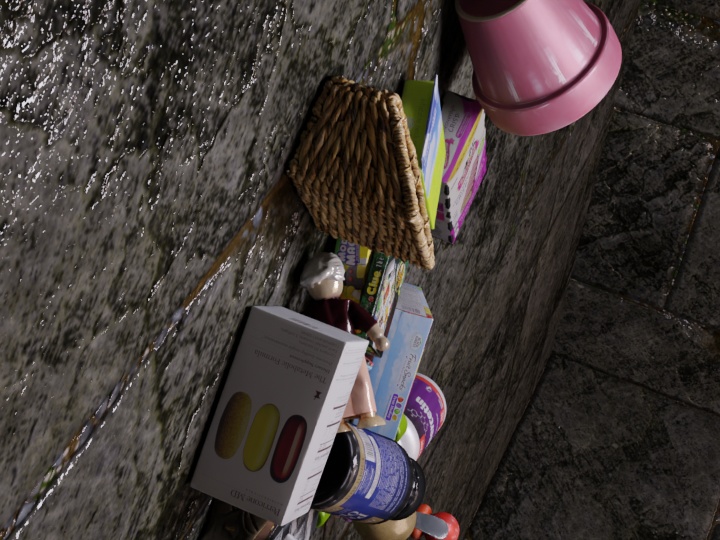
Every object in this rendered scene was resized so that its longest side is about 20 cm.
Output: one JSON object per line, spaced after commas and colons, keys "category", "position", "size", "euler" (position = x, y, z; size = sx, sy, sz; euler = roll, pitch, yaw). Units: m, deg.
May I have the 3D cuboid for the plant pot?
{"category": "plant pot", "position": [0.217, -0.308, 1.762], "size": [0.179, 0.199, 0.201], "euler": [51, 56, -41]}

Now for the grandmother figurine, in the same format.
{"category": "grandmother figurine", "position": [-0.031, 0.079, 1.511], "size": [0.061, 0.120, 0.202], "euler": [139, -57, -77]}

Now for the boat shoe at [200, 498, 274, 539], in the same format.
{"category": "boat shoe", "position": [-0.131, 0.278, 1.532], "size": [0.201, 0.072, 0.068], "euler": [-62, 170, -4]}

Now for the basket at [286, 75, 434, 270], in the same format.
{"category": "basket", "position": [0.029, -0.107, 1.435], "size": [0.200, 0.148, 0.144], "euler": [62, 50, -70]}

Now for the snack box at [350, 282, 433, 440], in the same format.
{"category": "snack box", "position": [0.036, 0.111, 1.803], "size": [0.200, 0.067, 0.170], "euler": [-105, -148, -78]}

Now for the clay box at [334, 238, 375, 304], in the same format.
{"category": "clay box", "position": [0.000, 0.000, 1.628], "size": [0.115, 0.047, 0.202], "euler": [-7, 109, -74]}

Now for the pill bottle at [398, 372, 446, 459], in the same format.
{"category": "pill bottle", "position": [0.052, 0.238, 2.055], "size": [0.200, 0.112, 0.113], "euler": [-42, 149, -62]}

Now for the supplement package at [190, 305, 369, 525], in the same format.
{"category": "supplement package", "position": [-0.083, 0.150, 1.434], "size": [0.109, 0.113, 0.201], "euler": [9, 100, -77]}

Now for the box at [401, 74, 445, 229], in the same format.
{"category": "box", "position": [0.074, -0.147, 1.700], "size": [0.200, 0.047, 0.123], "euler": [72, 26, -67]}

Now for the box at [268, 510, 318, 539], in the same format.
{"category": "box", "position": [-0.107, 0.324, 1.707], "size": [0.200, 0.049, 0.159], "euler": [-50, 156, -53]}

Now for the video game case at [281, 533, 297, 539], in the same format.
{"category": "video game case", "position": [-0.143, 0.376, 1.526], "size": [0.200, 0.017, 0.143], "euler": [-46, 173, -9]}

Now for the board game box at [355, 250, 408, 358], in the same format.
{"category": "board game box", "position": [0.034, -0.004, 1.615], "size": [0.105, 0.023, 0.202], "euler": [52, 52, -68]}

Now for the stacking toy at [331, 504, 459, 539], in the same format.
{"category": "stacking toy", "position": [0.056, 0.371, 2.071], "size": [0.085, 0.199, 0.086], "euler": [21, 90, -76]}

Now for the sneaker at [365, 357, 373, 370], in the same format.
{"category": "sneaker", "position": [-0.054, 0.126, 1.635], "size": [0.096, 0.079, 0.200], "euler": [-55, 164, 10]}

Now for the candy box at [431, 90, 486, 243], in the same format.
{"category": "candy box", "position": [0.128, -0.143, 1.928], "size": [0.200, 0.061, 0.137], "euler": [73, 40, -66]}

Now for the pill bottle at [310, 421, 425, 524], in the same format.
{"category": "pill bottle", "position": [-0.003, 0.251, 1.672], "size": [0.200, 0.111, 0.113], "euler": [29, 81, -53]}

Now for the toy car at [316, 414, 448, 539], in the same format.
{"category": "toy car", "position": [0.036, 0.320, 1.869], "size": [0.158, 0.200, 0.164], "euler": [-44, -179, 42]}
